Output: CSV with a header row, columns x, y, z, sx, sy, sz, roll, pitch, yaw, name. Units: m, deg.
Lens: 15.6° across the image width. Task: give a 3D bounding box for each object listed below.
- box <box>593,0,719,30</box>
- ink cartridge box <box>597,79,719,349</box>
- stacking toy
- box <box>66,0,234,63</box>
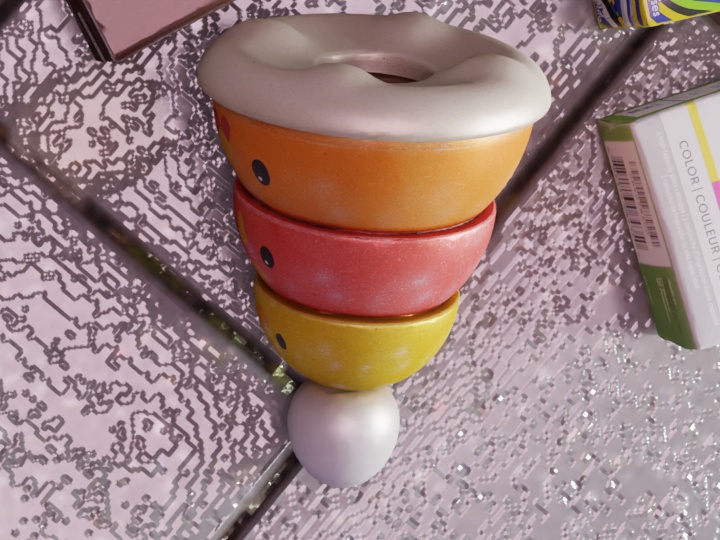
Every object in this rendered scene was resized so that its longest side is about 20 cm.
x,y,z,sx,sy,sz,roll,pitch,yaw,name
0.121,-0.207,1.124,0.064,0.070,0.201,-14,97,-12,box
0.215,-0.047,1.159,0.199,0.059,0.104,-18,97,-9,ink cartridge box
0.000,0.000,1.100,0.145,0.146,0.201,0,109,-11,stacking toy
-0.042,-0.174,1.094,0.199,0.075,0.100,-28,99,-10,box
